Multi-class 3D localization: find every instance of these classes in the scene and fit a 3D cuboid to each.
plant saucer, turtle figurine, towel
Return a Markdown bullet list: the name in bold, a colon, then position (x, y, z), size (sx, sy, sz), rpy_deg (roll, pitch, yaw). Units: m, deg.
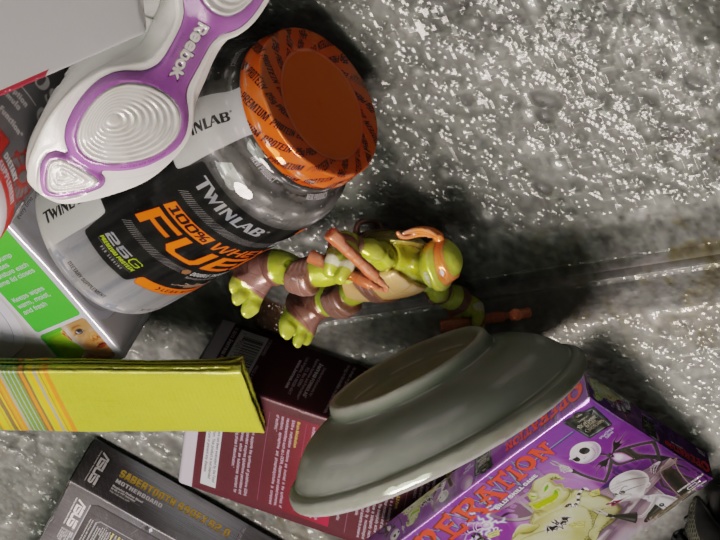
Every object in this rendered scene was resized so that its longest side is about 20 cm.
- **plant saucer**: position (0.038, 0.079, 1.641), size (0.200, 0.200, 0.050), rpy_deg (-21, 101, 35)
- **turtle figurine**: position (0.000, 0.000, 1.667), size (0.161, 0.065, 0.200), rpy_deg (-11, 162, 37)
- **towel**: position (-0.165, 0.079, 1.743), size (0.199, 0.018, 0.086), rpy_deg (0, 150, 10)

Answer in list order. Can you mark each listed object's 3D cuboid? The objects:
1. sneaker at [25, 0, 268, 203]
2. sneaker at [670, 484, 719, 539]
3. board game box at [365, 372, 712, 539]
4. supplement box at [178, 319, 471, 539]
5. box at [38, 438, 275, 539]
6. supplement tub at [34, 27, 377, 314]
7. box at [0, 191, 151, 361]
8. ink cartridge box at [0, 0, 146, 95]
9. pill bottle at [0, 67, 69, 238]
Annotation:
- **sneaker**: position (-0.123, -0.123, 1.563), size (0.075, 0.200, 0.100), rpy_deg (40, 177, -27)
- **sneaker**: position (0.219, 0.201, 1.760), size (0.076, 0.115, 0.199), rpy_deg (18, 168, -21)
- **board game box**: position (0.112, 0.153, 1.737), size (0.120, 0.032, 0.200), rpy_deg (35, 121, -27)
- **supplement box**: position (-0.015, 0.117, 1.795), size (0.199, 0.061, 0.109), rpy_deg (19, 133, 9)
- **box**: position (-0.163, 0.230, 1.964), size (0.158, 0.048, 0.200), rpy_deg (28, 134, -2)
- **supplement tub**: position (-0.092, -0.062, 1.636), size (0.200, 0.123, 0.123), rpy_deg (-28, 113, 39)
- **box**: position (-0.257, -0.007, 1.775), size (0.200, 0.097, 0.177), rpy_deg (-21, 120, 36)
- **ink cartridge box**: position (-0.238, -0.197, 1.490), size (0.200, 0.145, 0.145), rpy_deg (30, 138, 45)
- **pill bottle**: position (-0.224, -0.103, 1.605), size (0.115, 0.200, 0.116), rpy_deg (13, 132, 14)
